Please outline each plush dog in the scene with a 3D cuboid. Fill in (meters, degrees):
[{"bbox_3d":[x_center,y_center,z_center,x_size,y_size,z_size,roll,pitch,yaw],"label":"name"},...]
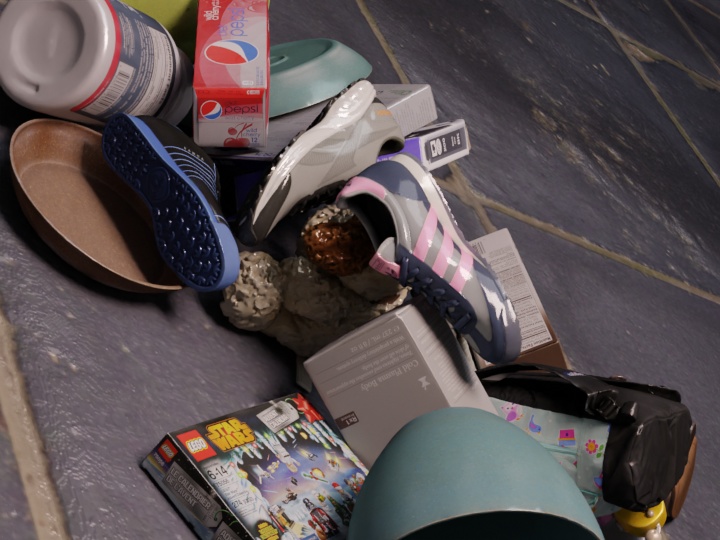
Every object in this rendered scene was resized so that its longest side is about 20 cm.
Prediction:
[{"bbox_3d":[0.000,0.000,1.602,0.161,0.172,0.200,48,41,9],"label":"plush dog"}]

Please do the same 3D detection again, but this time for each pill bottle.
[{"bbox_3d":[-0.232,-0.185,1.651,0.120,0.120,0.200,50,12,18],"label":"pill bottle"}]

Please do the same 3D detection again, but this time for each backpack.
[{"bbox_3d":[0.172,0.148,1.597,0.199,0.127,0.167,8,-2,28],"label":"backpack"}]

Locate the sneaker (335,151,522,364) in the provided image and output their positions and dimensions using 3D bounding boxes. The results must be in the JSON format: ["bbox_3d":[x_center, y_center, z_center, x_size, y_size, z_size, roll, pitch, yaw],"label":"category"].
[{"bbox_3d":[0.052,0.001,1.489,0.082,0.070,0.200,-24,71,-31],"label":"sneaker"}]

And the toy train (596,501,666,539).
[{"bbox_3d":[0.209,0.248,1.645,0.056,0.150,0.201,67,6,-49],"label":"toy train"}]

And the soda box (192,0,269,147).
[{"bbox_3d":[-0.119,-0.189,1.689,0.070,0.064,0.200,0,34,-3],"label":"soda box"}]

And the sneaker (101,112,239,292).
[{"bbox_3d":[-0.145,-0.061,1.566,0.078,0.070,0.200,3,45,-48],"label":"sneaker"}]

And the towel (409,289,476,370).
[{"bbox_3d":[0.079,0.043,1.733,0.200,0.034,0.193,71,-5,-48],"label":"towel"}]

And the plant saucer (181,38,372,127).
[{"bbox_3d":[-0.089,-0.192,1.818,0.200,0.199,0.036,-60,137,-66],"label":"plant saucer"}]

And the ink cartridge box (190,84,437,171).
[{"bbox_3d":[-0.062,-0.125,1.723,0.200,0.199,0.041,-28,112,-35],"label":"ink cartridge box"}]

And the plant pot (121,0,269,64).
[{"bbox_3d":[-0.222,-0.278,1.802,0.187,0.187,0.200,48,39,14],"label":"plant pot"}]

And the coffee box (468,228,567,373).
[{"bbox_3d":[0.146,0.067,1.792,0.200,0.079,0.115,-108,176,-54],"label":"coffee box"}]

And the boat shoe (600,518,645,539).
[{"bbox_3d":[0.231,0.233,1.727,0.070,0.071,0.201,68,14,-49],"label":"boat shoe"}]

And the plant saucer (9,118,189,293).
[{"bbox_3d":[-0.221,-0.047,1.556,0.200,0.037,0.201,34,24,-18],"label":"plant saucer"}]

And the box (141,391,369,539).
[{"bbox_3d":[-0.064,0.171,1.423,0.137,0.040,0.200,48,25,15],"label":"box"}]

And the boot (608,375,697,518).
[{"bbox_3d":[0.264,0.174,1.855,0.146,0.200,0.070,17,56,17],"label":"boot"}]

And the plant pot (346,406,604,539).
[{"bbox_3d":[0.077,0.185,1.393,0.200,0.200,0.135,24,38,-34],"label":"plant pot"}]

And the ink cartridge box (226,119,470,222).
[{"bbox_3d":[-0.015,-0.097,1.758,0.200,0.197,0.044,-31,108,-67],"label":"ink cartridge box"}]

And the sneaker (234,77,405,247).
[{"bbox_3d":[-0.032,-0.084,1.561,0.079,0.074,0.200,45,57,-2],"label":"sneaker"}]

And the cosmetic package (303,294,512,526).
[{"bbox_3d":[0.052,0.132,1.520,0.201,0.107,0.090,60,25,-1],"label":"cosmetic package"}]
